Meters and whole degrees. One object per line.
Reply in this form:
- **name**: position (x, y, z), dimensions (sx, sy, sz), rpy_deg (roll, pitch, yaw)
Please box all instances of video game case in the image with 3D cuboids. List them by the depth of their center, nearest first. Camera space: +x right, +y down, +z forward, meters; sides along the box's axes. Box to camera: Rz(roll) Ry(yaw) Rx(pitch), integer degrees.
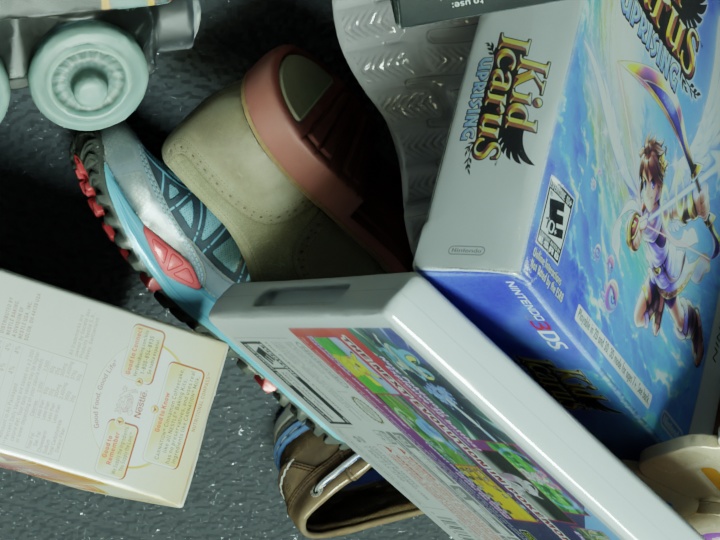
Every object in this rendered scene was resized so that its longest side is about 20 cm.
- **video game case**: position (0.048, 0.073, 0.883), dimensions (0.200, 0.023, 0.182), rpy_deg (43, 164, -16)
- **video game case**: position (0.096, -0.038, 0.884), dimensions (0.045, 0.182, 0.200), rpy_deg (2, 155, 28)

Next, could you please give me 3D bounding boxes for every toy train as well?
- **toy train**: position (-0.159, -0.110, 0.879), dimensions (0.199, 0.085, 0.115), rpy_deg (-6, 126, -8)

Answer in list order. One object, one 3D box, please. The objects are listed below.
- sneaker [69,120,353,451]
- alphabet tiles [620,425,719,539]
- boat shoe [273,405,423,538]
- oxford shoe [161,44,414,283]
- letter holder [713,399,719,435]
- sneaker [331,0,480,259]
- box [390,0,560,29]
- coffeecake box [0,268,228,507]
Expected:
- **sneaker**: position (-0.039, -0.014, 1.011), dimensions (0.096, 0.079, 0.200), rpy_deg (-46, 124, 3)
- **alphabet tiles**: position (0.184, 0.098, 0.916), dimensions (0.195, 0.015, 0.200), rpy_deg (26, 147, -32)
- **boat shoe**: position (0.057, 0.079, 1.096), dimensions (0.199, 0.073, 0.072), rpy_deg (-21, 132, 13)
- **oxford shoe**: position (0.000, 0.000, 0.957), dimensions (0.075, 0.071, 0.200), rpy_deg (-27, 113, 28)
- **letter holder**: position (0.226, 0.104, 1.041), dimensions (0.199, 0.101, 0.143), rpy_deg (17, 118, 6)
- **sneaker**: position (0.044, -0.086, 0.930), dimensions (0.077, 0.112, 0.201), rpy_deg (-2, 109, 17)
- **box**: position (0.064, -0.195, 0.740), dimensions (0.148, 0.201, 0.125), rpy_deg (-9, 136, 2)
- **coffeecake box**: position (-0.178, 0.033, 0.971), dimensions (0.199, 0.074, 0.153), rpy_deg (19, 171, -23)
